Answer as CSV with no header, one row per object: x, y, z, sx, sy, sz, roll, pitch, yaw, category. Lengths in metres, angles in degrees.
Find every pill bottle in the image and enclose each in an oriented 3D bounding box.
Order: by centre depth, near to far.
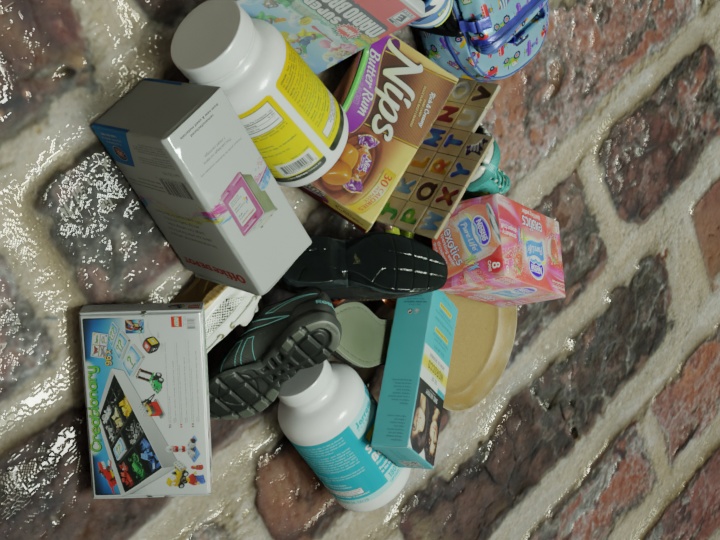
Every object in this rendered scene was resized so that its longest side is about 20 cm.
-0.103,-0.182,1.207,0.114,0.111,0.200,-59,141,-12,pill bottle
-0.026,0.185,1.392,0.111,0.110,0.201,-49,128,-20,pill bottle

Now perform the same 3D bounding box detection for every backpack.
0.152,-0.313,1.404,0.182,0.134,0.202,-40,127,-25,backpack

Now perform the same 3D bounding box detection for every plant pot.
0.138,0.083,1.553,0.198,0.027,0.204,-18,115,-45,plant pot

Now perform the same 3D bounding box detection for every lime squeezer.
-0.005,-0.275,1.296,0.070,0.038,0.204,-10,92,-31,lime squeezer

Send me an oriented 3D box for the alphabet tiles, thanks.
0.077,-0.138,1.359,0.008,0.166,0.202,42,74,-42,alphabet tiles

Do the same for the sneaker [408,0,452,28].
0.000,-0.296,1.245,0.196,0.082,0.076,-2,92,2,sneaker

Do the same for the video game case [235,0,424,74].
-0.053,-0.259,1.204,0.142,0.198,0.018,27,54,-41,video game case

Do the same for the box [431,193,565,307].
0.170,-0.019,1.447,0.199,0.093,0.105,16,67,-58,box

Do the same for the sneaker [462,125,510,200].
0.144,-0.118,1.409,0.079,0.200,0.079,26,86,-1,sneaker

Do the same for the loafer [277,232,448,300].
0.000,0.000,1.347,0.196,0.072,0.074,6,69,-9,loafer

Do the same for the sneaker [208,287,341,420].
-0.104,0.092,1.297,0.198,0.080,0.075,-33,129,15,sneaker

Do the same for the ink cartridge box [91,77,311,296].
-0.157,-0.084,1.183,0.085,0.143,0.202,-45,126,-24,ink cartridge box

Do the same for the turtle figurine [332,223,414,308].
0.037,-0.021,1.424,0.198,0.064,0.165,-7,106,-40,turtle figurine

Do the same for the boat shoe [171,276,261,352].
-0.142,0.030,1.280,0.200,0.071,0.070,-45,127,-12,boat shoe

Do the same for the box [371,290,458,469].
0.066,0.122,1.386,0.082,0.048,0.203,45,50,-54,box

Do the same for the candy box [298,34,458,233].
0.012,-0.160,1.335,0.116,0.056,0.202,32,78,-3,candy box

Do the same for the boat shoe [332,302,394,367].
-0.003,0.080,1.384,0.200,0.060,0.073,16,71,-59,boat shoe

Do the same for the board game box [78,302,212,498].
-0.218,0.134,1.217,0.124,0.035,0.204,-1,105,-3,board game box
